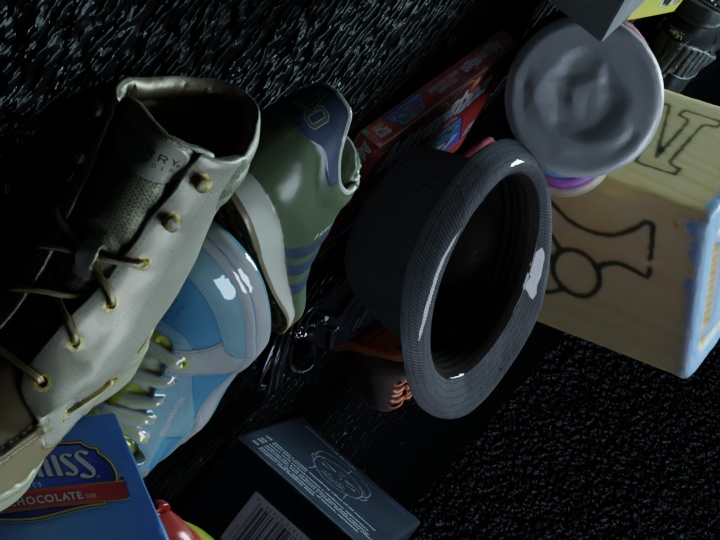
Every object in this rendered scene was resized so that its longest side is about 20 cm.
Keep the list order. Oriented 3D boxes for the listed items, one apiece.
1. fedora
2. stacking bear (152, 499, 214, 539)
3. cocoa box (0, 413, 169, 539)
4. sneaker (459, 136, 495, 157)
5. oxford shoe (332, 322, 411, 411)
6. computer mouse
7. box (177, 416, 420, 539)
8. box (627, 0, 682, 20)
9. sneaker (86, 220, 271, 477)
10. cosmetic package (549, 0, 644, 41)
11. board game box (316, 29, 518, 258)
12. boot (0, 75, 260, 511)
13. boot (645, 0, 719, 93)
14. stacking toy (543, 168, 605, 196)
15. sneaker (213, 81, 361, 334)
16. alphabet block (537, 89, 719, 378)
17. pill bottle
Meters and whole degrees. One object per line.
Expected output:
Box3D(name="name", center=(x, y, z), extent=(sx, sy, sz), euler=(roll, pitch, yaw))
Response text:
Box3D(name="fedora", center=(0.051, -0.007, 1.198), extent=(0.177, 0.090, 0.201), euler=(-54, 152, -22))
Box3D(name="stacking bear", center=(-0.141, 0.225, 1.275), extent=(0.121, 0.114, 0.200), euler=(-40, 157, -14))
Box3D(name="cocoa box", center=(-0.172, 0.177, 0.789), extent=(0.132, 0.132, 0.201), euler=(-3, 139, -34))
Box3D(name="sneaker", center=(0.075, -0.009, 1.469), extent=(0.201, 0.087, 0.074), euler=(-57, 167, 29))
Box3D(name="oxford shoe", center=(0.029, 0.068, 1.376), extent=(0.071, 0.073, 0.200), euler=(-24, -174, -11))
Box3D(name="computer mouse", center=(0.000, 0.000, 1.294), extent=(0.199, 0.053, 0.139), euler=(-26, 154, -43))
Box3D(name="box", center=(-0.053, 0.217, 1.515), extent=(0.107, 0.148, 0.200), euler=(-52, 169, 9))
Box3D(name="box", center=(0.196, -0.224, 1.300), extent=(0.050, 0.075, 0.200), euler=(-52, 171, 21))
Box3D(name="sneaker", center=(-0.118, 0.064, 0.900), extent=(0.131, 0.079, 0.201), euler=(-46, 168, -35))
Box3D(name="cosmetic package", center=(0.161, -0.232, 1.024), extent=(0.200, 0.107, 0.090), euler=(-47, 170, -34))
Box3D(name="board game box", center=(0.036, -0.088, 1.215), extent=(0.200, 0.019, 0.103), euler=(-40, 163, -49))
Box3D(name="boot", center=(-0.116, 0.005, 0.720), extent=(0.155, 0.072, 0.200), euler=(-56, 174, 28))
Box3D(name="boot", center=(0.352, -0.239, 1.895), extent=(0.210, 0.079, 0.159), euler=(-24, 145, -47))
Box3D(name="stacking toy", center=(0.171, -0.126, 1.524), extent=(0.086, 0.085, 0.200), euler=(-50, 166, -3))
Box3D(name="sneaker", center=(-0.033, -0.033, 0.954), extent=(0.090, 0.067, 0.200), euler=(-44, 165, -12))
Box3D(name="alphabet block", center=(0.276, -0.048, 1.748), extent=(0.196, 0.199, 0.197), euler=(-40, 143, -44))
Box3D(name="pill bottle", center=(0.162, -0.135, 1.308), extent=(0.111, 0.110, 0.200), euler=(-53, -178, 13))
